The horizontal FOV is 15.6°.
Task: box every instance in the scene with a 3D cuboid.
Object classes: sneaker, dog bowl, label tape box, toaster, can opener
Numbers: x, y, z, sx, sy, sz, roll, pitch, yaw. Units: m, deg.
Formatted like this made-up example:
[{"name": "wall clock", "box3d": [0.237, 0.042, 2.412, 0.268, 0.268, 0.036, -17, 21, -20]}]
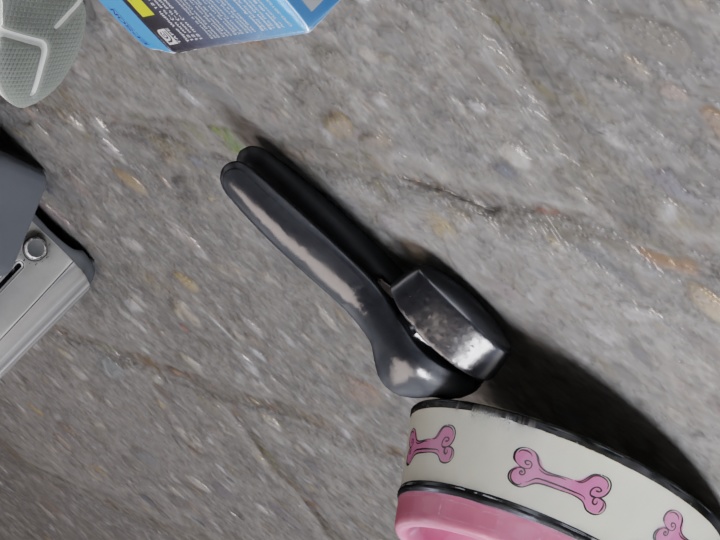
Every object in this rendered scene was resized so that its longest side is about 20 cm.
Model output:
[{"name": "sneaker", "box3d": [-0.217, -0.180, 1.522, 0.080, 0.070, 0.200, 35, 154, 35]}, {"name": "dog bowl", "box3d": [0.108, 0.151, 1.533, 0.200, 0.074, 0.200, 22, 165, 6]}, {"name": "label tape box", "box3d": [-0.094, -0.180, 1.281, 0.143, 0.066, 0.200, 48, 162, -20]}, {"name": "toaster", "box3d": [-0.293, 0.020, 1.994, 0.114, 0.129, 0.200, 45, 161, -11]}, {"name": "can opener", "box3d": [0.000, 0.000, 1.528, 0.200, 0.079, 0.063, 42, -160, 6]}]

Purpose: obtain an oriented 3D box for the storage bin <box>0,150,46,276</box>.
[{"name": "storage bin", "box3d": [-0.324, -0.078, 1.861, 0.200, 0.146, 0.134, 23, -179, 41]}]
